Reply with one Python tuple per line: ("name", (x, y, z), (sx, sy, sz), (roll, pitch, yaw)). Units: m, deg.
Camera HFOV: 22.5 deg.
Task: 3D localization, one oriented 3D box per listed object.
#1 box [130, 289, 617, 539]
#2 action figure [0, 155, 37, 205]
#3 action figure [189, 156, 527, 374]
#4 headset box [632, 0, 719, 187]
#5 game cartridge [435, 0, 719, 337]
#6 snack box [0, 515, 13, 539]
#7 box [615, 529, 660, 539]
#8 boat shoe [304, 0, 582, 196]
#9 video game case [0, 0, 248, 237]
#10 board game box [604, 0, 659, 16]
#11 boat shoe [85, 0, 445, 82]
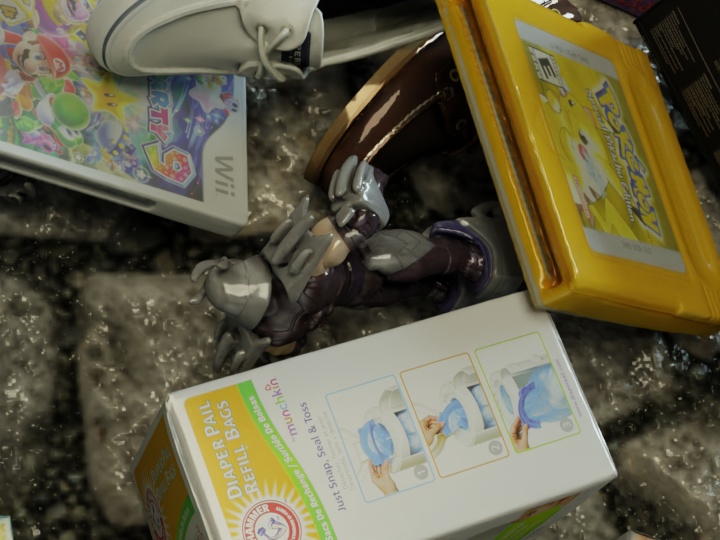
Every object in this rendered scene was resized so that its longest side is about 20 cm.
("box", (0.002, 0.097, 0.874), (0.199, 0.113, 0.102), (-15, 72, -23))
("action figure", (-0.222, -0.078, 0.915), (0.199, 0.069, 0.130), (-28, 72, -28))
("action figure", (0.000, 0.000, 0.906), (0.199, 0.130, 0.070), (-4, 64, -36))
("headset box", (0.264, -0.112, 0.979), (0.092, 0.200, 0.175), (-25, 83, -24))
("game cartridge", (0.126, -0.056, 0.960), (0.199, 0.032, 0.178), (9, 60, -53))
("snack box", (-0.204, 0.216, 0.807), (0.115, 0.037, 0.202), (-4, 68, -18))
("box", (0.212, 0.218, 0.925), (0.199, 0.035, 0.111), (21, 63, -6))
("boat shoe", (0.051, -0.101, 0.999), (0.070, 0.070, 0.200), (39, 63, 6))
("video game case", (-0.147, -0.107, 0.930), (0.199, 0.018, 0.144), (17, 55, -32))
("board game box", (0.117, -0.238, 1.102), (0.199, 0.032, 0.121), (23, 60, -5))
("boat shoe", (-0.039, -0.132, 0.927), (0.199, 0.074, 0.066), (-19, 56, -16))
